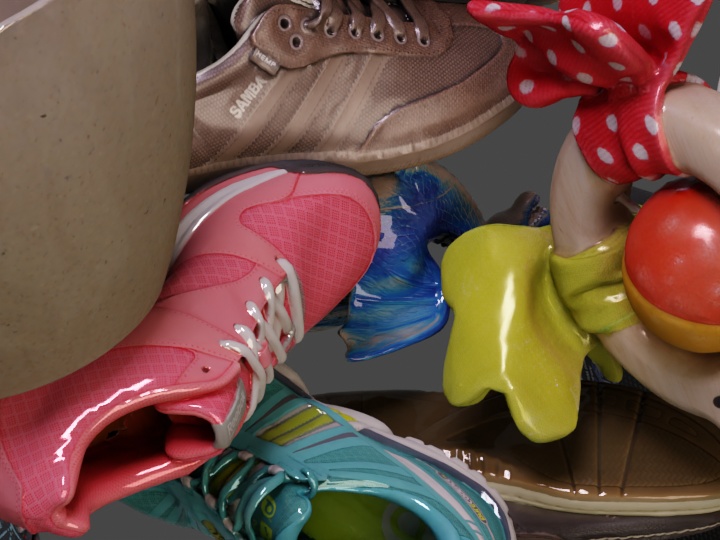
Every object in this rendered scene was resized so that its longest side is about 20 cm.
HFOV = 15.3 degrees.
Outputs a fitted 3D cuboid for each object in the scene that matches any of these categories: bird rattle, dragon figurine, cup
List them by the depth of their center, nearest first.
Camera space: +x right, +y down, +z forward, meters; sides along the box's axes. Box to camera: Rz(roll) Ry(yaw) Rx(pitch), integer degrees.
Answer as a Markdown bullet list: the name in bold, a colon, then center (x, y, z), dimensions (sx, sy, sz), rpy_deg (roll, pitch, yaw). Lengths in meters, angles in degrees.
- **cup**: center (-0.135, -0.043, 0.892), dimensions (0.200, 0.200, 0.144), rpy_deg (-31, 122, -20)
- **bird rattle**: center (0.115, -0.023, 0.994), dimensions (0.112, 0.163, 0.201), rpy_deg (-25, 141, -44)
- **dragon figurine**: center (0.000, 0.000, 1.060), dimensions (0.199, 0.059, 0.100), rpy_deg (-27, 115, -24)

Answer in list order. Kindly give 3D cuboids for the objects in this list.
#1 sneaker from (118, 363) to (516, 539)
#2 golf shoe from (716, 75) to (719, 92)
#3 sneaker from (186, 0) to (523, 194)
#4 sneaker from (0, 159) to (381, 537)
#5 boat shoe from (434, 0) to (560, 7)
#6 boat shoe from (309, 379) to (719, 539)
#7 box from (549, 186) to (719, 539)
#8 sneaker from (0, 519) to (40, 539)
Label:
- **sneaker**: center (-0.035, 0.077, 1.007), dimensions (0.199, 0.080, 0.078), rpy_deg (19, 102, 6)
- **golf shoe**: center (0.175, -0.078, 1.073), dimensions (0.075, 0.200, 0.092), rpy_deg (9, 115, 2)
- **sneaker**: center (-0.020, -0.080, 1.003), dimensions (0.199, 0.071, 0.076), rpy_deg (-15, 132, -20)
- **sneaker**: center (-0.057, 0.035, 0.951), dimensions (0.200, 0.087, 0.074), rpy_deg (-34, 131, -26)
- **boat shoe**: center (0.000, -0.149, 1.023), dimensions (0.199, 0.074, 0.074), rpy_deg (8, 80, -33)
- **boat shoe**: center (0.054, 0.087, 1.081), dimensions (0.199, 0.073, 0.065), rpy_deg (3, 126, 7)
- **box**: center (0.166, 0.077, 1.101), dimensions (0.047, 0.193, 0.201), rpy_deg (-24, 115, -23)
- **sneaker**: center (-0.147, 0.078, 0.983), dimensions (0.200, 0.079, 0.096), rpy_deg (44, 77, -32)
